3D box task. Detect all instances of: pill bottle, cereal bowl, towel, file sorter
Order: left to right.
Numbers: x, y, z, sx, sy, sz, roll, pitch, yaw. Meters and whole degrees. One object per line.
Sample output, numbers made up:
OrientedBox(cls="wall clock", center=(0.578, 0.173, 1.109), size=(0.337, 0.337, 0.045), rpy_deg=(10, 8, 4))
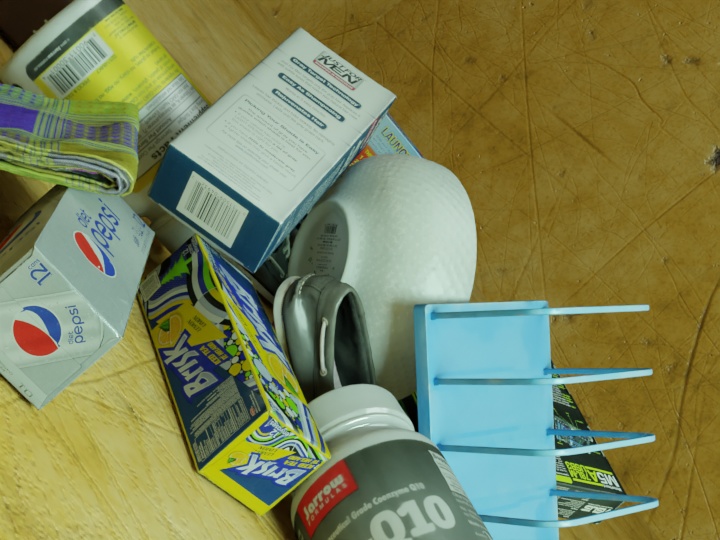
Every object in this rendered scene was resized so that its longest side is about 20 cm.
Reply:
OrientedBox(cls="towel", center=(-0.208, -0.092, 0.844), size=(0.142, 0.023, 0.200), rpy_deg=(12, 16, -10))
OrientedBox(cls="pill bottle", center=(-0.177, -0.115, 1.058), size=(0.200, 0.114, 0.114), rpy_deg=(50, 8, -12))
OrientedBox(cls="cereal bowl", center=(0.000, 0.000, 1.055), size=(0.083, 0.201, 0.200), rpy_deg=(14, 28, -30))
OrientedBox(cls="pill bottle", center=(0.022, 0.177, 0.870), size=(0.114, 0.114, 0.200), rpy_deg=(42, 12, -48))
OrientedBox(cls="file sorter", center=(0.131, 0.121, 0.949), size=(0.138, 0.122, 0.202), rpy_deg=(0, 87, -44))

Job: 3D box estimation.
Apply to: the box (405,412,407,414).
OrientedBox(cls="box", center=(0.087, 0.192, 1.193), size=(0.113, 0.101, 0.200), rpy_deg=(54, 9, 24))

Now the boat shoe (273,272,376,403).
OrientedBox(cls="boat shoe", center=(-0.012, 0.097, 0.982), size=(0.067, 0.057, 0.201), rpy_deg=(-40, 123, -47))

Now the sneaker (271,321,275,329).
OrientedBox(cls="sneaker", center=(-0.030, 0.067, 1.216), size=(0.088, 0.074, 0.200), rpy_deg=(51, 13, 3))

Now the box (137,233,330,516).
OrientedBox(cls="box", center=(-0.091, 0.065, 0.913), size=(0.070, 0.064, 0.200), rpy_deg=(43, 12, -40))

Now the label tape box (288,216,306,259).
OrientedBox(cls="label tape box", center=(-0.058, -0.069, 1.334), size=(0.200, 0.063, 0.144), rpy_deg=(50, -19, 12))

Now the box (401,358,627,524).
OrientedBox(cls="box", center=(0.112, 0.112, 1.118), size=(0.199, 0.048, 0.194), rpy_deg=(18, 38, -42))

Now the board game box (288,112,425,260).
OrientedBox(cls="board game box", center=(-0.018, -0.076, 1.464), size=(0.200, 0.195, 0.056), rpy_deg=(51, 8, -1))

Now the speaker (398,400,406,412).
OrientedBox(cls="speaker", center=(0.054, 0.138, 1.295), size=(0.089, 0.088, 0.200), rpy_deg=(55, 9, 25))

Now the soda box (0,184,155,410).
OrientedBox(cls="soda box", center=(-0.170, 0.000, 0.768), size=(0.068, 0.063, 0.200), rpy_deg=(48, 9, -16))

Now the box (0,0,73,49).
OrientedBox(cls="box", center=(-0.275, -0.309, 1.196), size=(0.166, 0.164, 0.200), rpy_deg=(48, 9, -20))

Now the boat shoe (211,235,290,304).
OrientedBox(cls="boat shoe", center=(-0.090, -0.018, 1.287), size=(0.073, 0.062, 0.200), rpy_deg=(52, 6, 30))

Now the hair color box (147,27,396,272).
OrientedBox(cls="hair color box", center=(-0.062, -0.095, 1.010), size=(0.100, 0.061, 0.200), rpy_deg=(36, 43, 2))
